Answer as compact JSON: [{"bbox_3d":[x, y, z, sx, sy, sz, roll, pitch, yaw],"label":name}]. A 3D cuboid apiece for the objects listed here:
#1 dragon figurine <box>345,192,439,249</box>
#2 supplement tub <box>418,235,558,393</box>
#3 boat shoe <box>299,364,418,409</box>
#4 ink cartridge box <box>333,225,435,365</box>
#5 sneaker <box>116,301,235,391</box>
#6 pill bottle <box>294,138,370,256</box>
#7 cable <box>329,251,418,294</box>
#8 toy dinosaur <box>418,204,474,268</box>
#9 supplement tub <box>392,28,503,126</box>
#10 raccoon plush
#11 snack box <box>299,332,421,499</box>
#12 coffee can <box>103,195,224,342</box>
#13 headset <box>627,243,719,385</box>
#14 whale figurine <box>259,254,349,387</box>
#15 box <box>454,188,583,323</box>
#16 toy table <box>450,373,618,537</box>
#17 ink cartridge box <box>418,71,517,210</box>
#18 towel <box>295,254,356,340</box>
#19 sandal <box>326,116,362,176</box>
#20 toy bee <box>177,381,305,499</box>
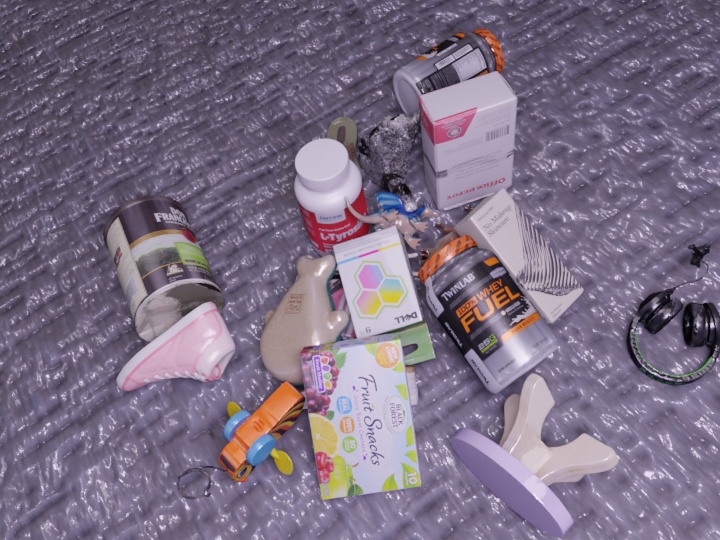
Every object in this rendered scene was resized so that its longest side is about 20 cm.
[{"bbox_3d":[0.048,-0.089,1.057,0.197,0.060,0.100,10,26,-24],"label":"dragon figurine"},{"bbox_3d":[0.175,0.058,0.914,0.122,0.123,0.201,-32,74,-12],"label":"supplement tub"},{"bbox_3d":[-0.011,0.191,0.944,0.197,0.071,0.071,-14,85,15],"label":"boat shoe"},{"bbox_3d":[0.036,0.046,0.972,0.102,0.059,0.204,-17,80,10],"label":"ink cartridge box"},{"bbox_3d":[-0.282,0.150,1.007,0.199,0.075,0.105,-38,83,3],"label":"sneaker"},{"bbox_3d":[-0.047,-0.115,1.063,0.110,0.201,0.114,-4,57,6],"label":"pill bottle"},{"bbox_3d":[0.000,0.000,1.040,0.196,0.051,0.099,0,63,7],"label":"cable"},{"bbox_3d":[0.186,-0.025,1.047,0.196,0.086,0.138,6,65,-3],"label":"toy dinosaur"},{"bbox_3d":[0.171,-0.376,1.242,0.198,0.123,0.123,-33,59,-13],"label":"supplement tub"},{"bbox_3d":[0.084,-0.198,1.189,0.133,0.097,0.203,-24,87,-24],"label":"raccoon plush"},{"bbox_3d":[0.001,0.199,0.884,0.139,0.053,0.204,-9,94,2],"label":"snack box"},{"bbox_3d":[-0.327,-0.002,1.067,0.145,0.147,0.201,-27,58,-9],"label":"coffee can"},{"bbox_3d":[0.468,0.063,0.937,0.122,0.094,0.203,19,74,19],"label":"headset"},{"bbox_3d":[-0.075,0.079,0.988,0.157,0.104,0.203,-4,65,33],"label":"whale figurine"},{"bbox_3d":[0.240,-0.018,0.984,0.082,0.068,0.201,-41,93,-15],"label":"box"},{"bbox_3d":[0.219,0.233,0.827,0.117,0.185,0.199,-39,38,-15],"label":"toy table"},{"bbox_3d":[0.181,-0.214,1.091,0.143,0.201,0.086,-18,51,-4],"label":"ink cartridge box"},{"bbox_3d":[-0.023,0.046,1.060,0.196,0.030,0.148,7,59,13],"label":"towel"},{"bbox_3d":[-0.040,-0.221,1.214,0.078,0.058,0.204,-7,57,4],"label":"sandal"},{"bbox_3d":[-0.164,0.246,0.912,0.197,0.110,0.132,-20,57,-17],"label":"toy bee"}]
